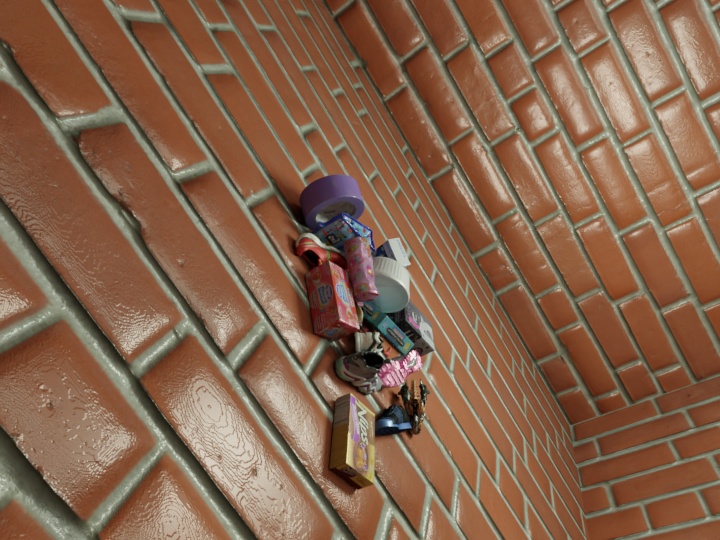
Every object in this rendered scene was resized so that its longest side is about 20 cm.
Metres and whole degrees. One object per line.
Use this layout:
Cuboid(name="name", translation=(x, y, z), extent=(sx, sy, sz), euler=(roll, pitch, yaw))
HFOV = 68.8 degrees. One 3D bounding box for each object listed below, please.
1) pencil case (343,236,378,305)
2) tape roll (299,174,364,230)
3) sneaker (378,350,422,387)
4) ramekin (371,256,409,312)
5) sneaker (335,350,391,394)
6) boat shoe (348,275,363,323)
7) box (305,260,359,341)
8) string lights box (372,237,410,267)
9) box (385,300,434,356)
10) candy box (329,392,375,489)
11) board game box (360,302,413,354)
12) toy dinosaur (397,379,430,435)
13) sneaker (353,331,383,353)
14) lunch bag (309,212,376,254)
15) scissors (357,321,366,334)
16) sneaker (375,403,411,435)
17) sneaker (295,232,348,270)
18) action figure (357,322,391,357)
Cuboid(name="pencil case", translation=(0.000, 0.000, 1.590), extent=(0.087, 0.087, 0.202), euler=(26, 48, -53))
Cuboid(name="tape roll", translation=(-0.091, -0.212, 1.682), extent=(0.199, 0.199, 0.086), euler=(22, 44, -56))
Cuboid(name="sneaker", translation=(0.108, 0.322, 1.670), extent=(0.199, 0.088, 0.082), euler=(-15, 79, -43))
Cuboid(name="ramekin", translation=(0.070, 0.042, 1.717), extent=(0.202, 0.201, 0.095), euler=(46, 44, -32))
Cuboid(name="sneaker", translation=(0.037, 0.282, 1.485), extent=(0.200, 0.139, 0.078), euler=(34, 36, -46))
Cuboid(name="boat shoe", translation=(-0.043, 0.091, 1.634), extent=(0.070, 0.070, 0.201), euler=(74, -4, -57))
Cuboid(name="box", translation=(-0.082, 0.088, 1.507), extent=(0.099, 0.095, 0.202), euler=(31, 39, -48))
Cuboid(name="string lights box", translation=(0.075, -0.020, 1.807), extent=(0.059, 0.200, 0.104), euler=(-12, 73, -41))
Cuboid(name="box", translation=(0.166, 0.205, 1.863), extent=(0.200, 0.114, 0.133), euler=(45, 28, -33))
Cuboid(name="candy box", translation=(-0.016, 0.428, 1.328), extent=(0.117, 0.056, 0.201), euler=(47, 29, -30))
Cuboid(name="board game box", translation=(0.063, 0.167, 1.652), extent=(0.151, 0.047, 0.200), euler=(47, -7, -30))
Cuboid(name="toy dinosaur", translation=(0.173, 0.415, 1.630), extent=(0.101, 0.201, 0.136), euler=(15, 32, -6))
Cuboid(name="sneaker", translation=(0.032, 0.236, 1.540), extent=(0.200, 0.079, 0.074), euler=(73, 9, -63))
Cuboid(name="lunch bag", translation=(-0.069, -0.106, 1.672), extent=(0.200, 0.150, 0.095), euler=(36, 34, -45))
Cuboid(name="scissors", translation=(-0.037, 0.132, 1.535), extent=(0.014, 0.073, 0.201), euler=(21, 31, -44))
Cuboid(name="sneaker", translation=(0.085, 0.429, 1.526), extent=(0.200, 0.070, 0.079), euler=(32, 34, -60))
Cuboid(name="sneaker", translation=(-0.119, -0.032, 1.600), extent=(0.199, 0.077, 0.086), euler=(29, 45, -30))
Cuboid(name="action figure", translation=(0.031, 0.208, 1.614), extent=(0.200, 0.065, 0.052), euler=(47, 59, -51))
